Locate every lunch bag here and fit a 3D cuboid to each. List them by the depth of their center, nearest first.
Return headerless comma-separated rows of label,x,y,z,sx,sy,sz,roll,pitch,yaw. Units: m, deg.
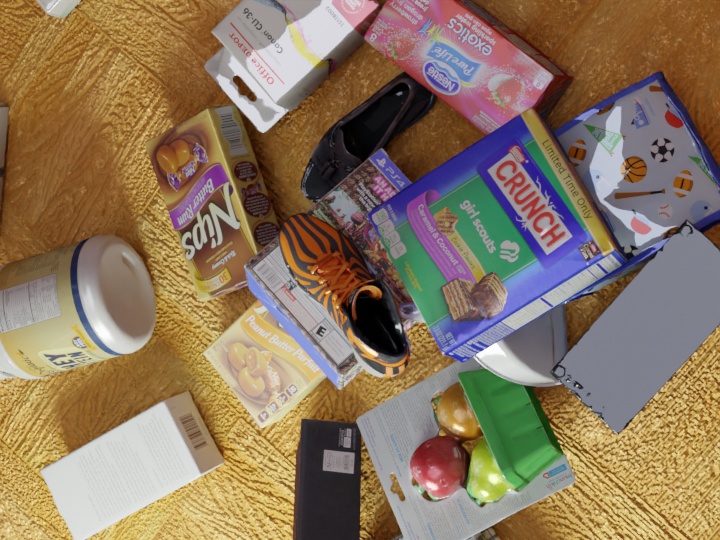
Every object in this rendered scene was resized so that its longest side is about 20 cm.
lunch bag,0.269,-0.086,1.568,0.200,0.124,0.171,-33,82,28

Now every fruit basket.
fruit basket,0.113,0.196,1.654,0.200,0.094,0.186,-33,62,16

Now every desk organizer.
desk organizer,-0.040,0.275,1.709,0.071,0.077,0.201,6,55,-6

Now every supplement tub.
supplement tub,-0.360,0.048,1.804,0.199,0.144,0.145,-16,90,21

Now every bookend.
bookend,0.302,0.055,1.540,0.092,0.199,0.200,43,101,11

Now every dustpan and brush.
dustpan and brush,0.128,0.048,1.598,0.057,0.199,0.140,-18,69,47

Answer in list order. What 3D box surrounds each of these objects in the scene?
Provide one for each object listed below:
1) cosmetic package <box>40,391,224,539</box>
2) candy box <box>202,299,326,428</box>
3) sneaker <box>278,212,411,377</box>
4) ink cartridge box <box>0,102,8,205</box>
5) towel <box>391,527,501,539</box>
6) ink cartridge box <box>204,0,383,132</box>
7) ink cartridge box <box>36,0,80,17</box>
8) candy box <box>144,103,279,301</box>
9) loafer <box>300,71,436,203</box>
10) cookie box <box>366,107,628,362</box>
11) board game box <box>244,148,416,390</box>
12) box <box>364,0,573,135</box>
cosmetic package,-0.275,0.237,1.831,0.199,0.071,0.102,-29,86,21
candy box,-0.072,0.073,1.746,0.200,0.055,0.116,-43,80,19
sneaker,-0.011,0.013,1.532,0.077,0.112,0.200,-38,80,-10
ink cartridge box,-0.525,-0.116,1.880,0.145,0.084,0.201,9,98,19
towel,0.083,0.370,1.704,0.200,0.086,0.166,-39,81,20
ink cartridge box,-0.080,-0.261,1.690,0.200,0.067,0.117,-43,81,9
ink cartridge box,-0.348,-0.429,1.804,0.200,0.050,0.161,-43,80,15
candy box,-0.164,-0.077,1.748,0.116,0.056,0.201,-22,88,40
loafer,-0.001,-0.150,1.691,0.200,0.063,0.072,-43,80,19
cookie box,0.135,-0.034,1.508,0.199,0.075,0.172,-32,72,12
board game box,0.000,0.000,1.644,0.200,0.097,0.160,-40,81,-10
box,0.116,-0.227,1.620,0.200,0.100,0.096,39,107,12
